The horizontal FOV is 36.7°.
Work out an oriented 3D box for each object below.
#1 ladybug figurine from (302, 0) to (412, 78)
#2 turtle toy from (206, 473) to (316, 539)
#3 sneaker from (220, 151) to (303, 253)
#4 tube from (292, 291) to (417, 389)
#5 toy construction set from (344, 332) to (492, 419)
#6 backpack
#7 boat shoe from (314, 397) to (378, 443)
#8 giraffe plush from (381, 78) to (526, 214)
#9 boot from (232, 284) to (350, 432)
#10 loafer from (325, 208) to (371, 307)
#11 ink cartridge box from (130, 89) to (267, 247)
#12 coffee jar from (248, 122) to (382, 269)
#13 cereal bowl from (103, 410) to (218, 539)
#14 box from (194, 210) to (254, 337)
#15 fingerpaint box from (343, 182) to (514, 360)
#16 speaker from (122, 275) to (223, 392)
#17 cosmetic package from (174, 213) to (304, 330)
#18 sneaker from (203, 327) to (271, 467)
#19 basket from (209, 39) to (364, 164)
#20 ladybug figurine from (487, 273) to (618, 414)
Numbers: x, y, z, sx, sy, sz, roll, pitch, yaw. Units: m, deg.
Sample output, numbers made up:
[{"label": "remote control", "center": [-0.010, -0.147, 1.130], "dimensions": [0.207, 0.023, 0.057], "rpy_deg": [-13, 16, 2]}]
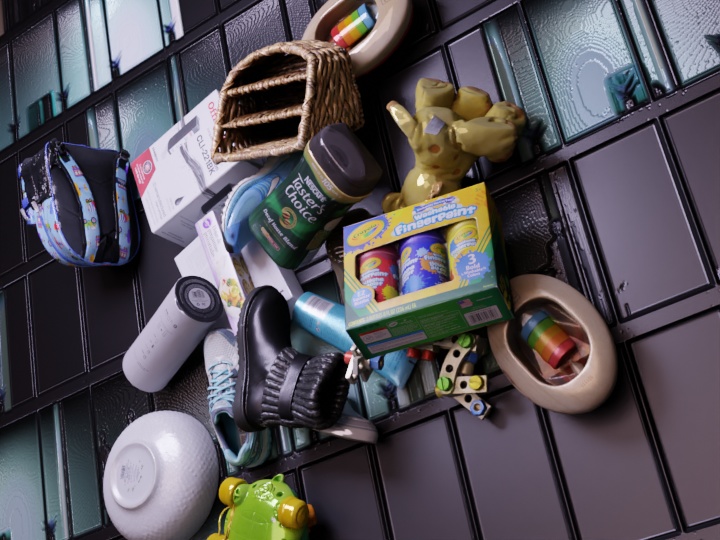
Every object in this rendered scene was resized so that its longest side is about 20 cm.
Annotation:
[{"label": "ladybug figurine", "center": [0.001, -0.347, 1.585], "dimensions": [0.198, 0.072, 0.138], "rpy_deg": [-30, 62, 23]}, {"label": "turtle toy", "center": [-0.126, 0.372, 1.445], "dimensions": [0.144, 0.101, 0.204], "rpy_deg": [10, 82, 36]}, {"label": "sneaker", "center": [-0.126, -0.099, 1.569], "dimensions": [0.089, 0.079, 0.201], "rpy_deg": [27, 62, 22]}, {"label": "tube", "center": [-0.005, 0.088, 1.487], "dimensions": [0.198, 0.050, 0.078], "rpy_deg": [24, 86, 31]}, {"label": "toy construction set", "center": [0.080, 0.108, 1.390], "dimensions": [0.196, 0.092, 0.134], "rpy_deg": [9, 83, 14]}, {"label": "backpack", "center": [-0.452, -0.093, 1.763], "dimensions": [0.133, 0.181, 0.204], "rpy_deg": [-23, 76, 34]}, {"label": "boat shoe", "center": [-0.051, 0.182, 1.479], "dimensions": [0.198, 0.071, 0.070], "rpy_deg": [14, 84, 45]}, {"label": "giraffe plush", "center": [0.111, -0.137, 1.426], "dimensions": [0.171, 0.199, 0.165], "rpy_deg": [26, 124, 24]}, {"label": "boot", "center": [-0.087, 0.113, 1.447], "dimensions": [0.156, 0.079, 0.215], "rpy_deg": [-14, 66, 38]}, {"label": "loafer", "center": [0.000, 0.000, 1.492], "dimensions": [0.075, 0.068, 0.202], "rpy_deg": [-17, 48, 12]}, {"label": "ink cartridge box", "center": [-0.248, -0.158, 1.695], "dimensions": [0.199, 0.083, 0.146], "rpy_deg": [-36, 59, 19]}, {"label": "coffee jar", "center": [-0.060, -0.100, 1.456], "dimensions": [0.105, 0.085, 0.200], "rpy_deg": [51, 125, 12]}, {"label": "cereal bowl", "center": [-0.307, 0.305, 1.597], "dimensions": [0.197, 0.083, 0.204], "rpy_deg": [-10, 72, 30]}, {"label": "box", "center": [-0.187, 0.007, 1.572], "dimensions": [0.038, 0.041, 0.202], "rpy_deg": [-34, 59, 19]}, {"label": "fingerpaint box", "center": [0.080, 0.000, 1.349], "dimensions": [0.197, 0.074, 0.169], "rpy_deg": [-16, 48, 18]}, {"label": "speaker", "center": [-0.279, 0.096, 1.600], "dimensions": [0.200, 0.080, 0.082], "rpy_deg": [-49, 52, 40]}, {"label": "cosmetic package", "center": [-0.179, 0.014, 1.618], "dimensions": [0.150, 0.051, 0.202], "rpy_deg": [-41, 58, 19]}, {"label": "sneaker", "center": [-0.178, 0.177, 1.519], "dimensions": [0.076, 0.086, 0.203], "rpy_deg": [-20, 83, 17]}, {"label": "basket", "center": [-0.117, -0.243, 1.527], "dimensions": [0.198, 0.148, 0.145], "rpy_deg": [-1, 109, 43]}, {"label": "ladybug figurine", "center": [0.234, 0.089, 1.310], "dimensions": [0.136, 0.072, 0.201], "rpy_deg": [-46, 56, 13]}]
